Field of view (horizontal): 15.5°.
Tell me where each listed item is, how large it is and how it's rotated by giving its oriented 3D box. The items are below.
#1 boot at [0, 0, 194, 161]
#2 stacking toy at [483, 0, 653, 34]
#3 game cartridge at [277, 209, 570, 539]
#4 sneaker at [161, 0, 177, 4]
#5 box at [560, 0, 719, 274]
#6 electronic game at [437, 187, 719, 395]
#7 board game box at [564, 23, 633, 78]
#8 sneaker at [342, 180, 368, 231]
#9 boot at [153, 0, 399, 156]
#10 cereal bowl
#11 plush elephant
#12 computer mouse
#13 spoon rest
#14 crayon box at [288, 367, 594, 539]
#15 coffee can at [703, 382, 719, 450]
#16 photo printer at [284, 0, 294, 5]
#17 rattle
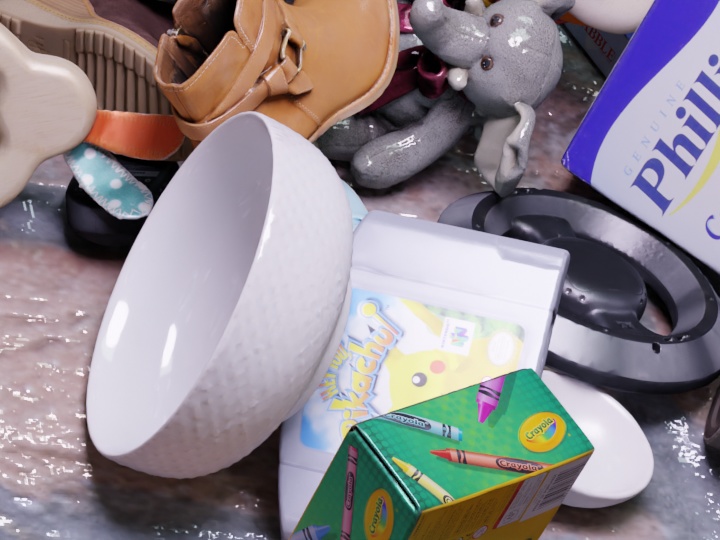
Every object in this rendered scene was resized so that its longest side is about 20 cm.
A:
[{"bbox_3d":[-0.116,-0.138,1.625,0.200,0.073,0.166,30,32,31],"label":"boot"},{"bbox_3d":[0.107,-0.212,1.781,0.146,0.200,0.147,10,74,-38],"label":"stacking toy"},{"bbox_3d":[0.028,0.067,1.430,0.133,0.041,0.201,10,69,11],"label":"game cartridge"},{"bbox_3d":[-0.111,-0.221,1.663,0.074,0.085,0.200,10,20,-26],"label":"sneaker"},{"bbox_3d":[0.261,-0.093,1.693,0.200,0.184,0.105,34,19,12],"label":"box"},{"bbox_3d":[0.138,0.011,1.634,0.199,0.042,0.200,17,30,-10],"label":"electronic game"},{"bbox_3d":[0.216,-0.221,1.946,0.199,0.041,0.200,-9,50,-36],"label":"board game box"},{"bbox_3d":[0.000,0.000,1.544,0.074,0.082,0.200,8,42,-23],"label":"sneaker"},{"bbox_3d":[-0.052,-0.137,1.519,0.076,0.155,0.201,9,63,32],"label":"boot"},{"bbox_3d":[-0.063,0.021,1.403,0.083,0.200,0.201,24,36,-22],"label":"cereal bowl"},{"bbox_3d":[0.055,-0.132,1.649,0.199,0.155,0.165,18,70,-27],"label":"plush elephant"},{"bbox_3d":[-0.125,-0.065,1.596,0.058,0.034,0.200,4,29,18],"label":"computer mouse"},{"bbox_3d":[0.081,0.097,1.496,0.199,0.061,0.100,-3,47,-30],"label":"spoon rest"},{"bbox_3d":[0.019,0.145,1.294,0.119,0.200,0.058,-16,56,-40],"label":"crayon box"},{"bbox_3d":[0.325,0.083,1.576,0.199,0.147,0.147,27,38,1],"label":"coffee can"},{"bbox_3d":[-0.045,-0.236,1.798,0.166,0.070,0.200,-2,46,-30],"label":"photo printer"},{"bbox_3d":[-0.210,-0.092,1.533,0.199,0.131,0.143,0,0,-13],"label":"rattle"}]
